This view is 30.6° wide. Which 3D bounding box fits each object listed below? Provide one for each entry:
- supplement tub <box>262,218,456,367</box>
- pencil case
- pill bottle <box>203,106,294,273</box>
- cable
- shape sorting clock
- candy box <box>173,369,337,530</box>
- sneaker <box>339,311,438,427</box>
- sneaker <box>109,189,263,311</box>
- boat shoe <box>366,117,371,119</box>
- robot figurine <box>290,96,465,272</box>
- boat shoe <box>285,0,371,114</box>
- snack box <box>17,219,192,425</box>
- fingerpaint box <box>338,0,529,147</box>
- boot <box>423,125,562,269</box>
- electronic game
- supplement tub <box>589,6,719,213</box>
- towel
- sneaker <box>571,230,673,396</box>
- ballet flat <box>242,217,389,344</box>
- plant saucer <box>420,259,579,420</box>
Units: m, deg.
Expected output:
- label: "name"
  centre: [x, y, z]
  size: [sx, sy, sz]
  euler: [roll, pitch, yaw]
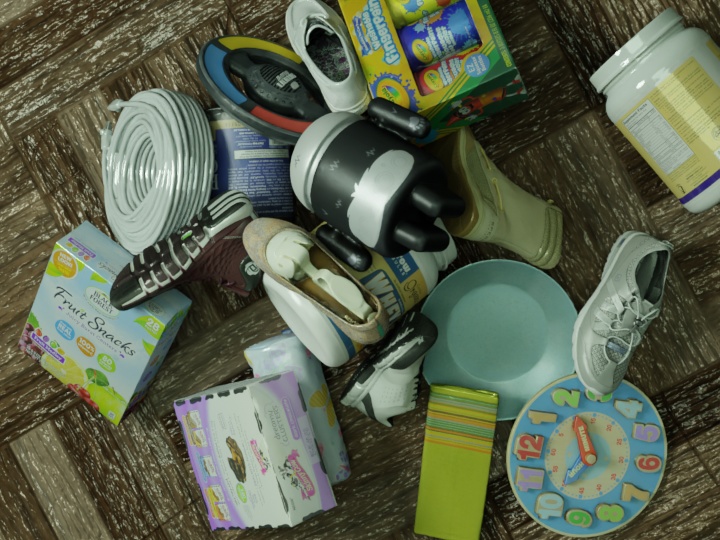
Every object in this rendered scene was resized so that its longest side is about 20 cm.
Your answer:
- label: "supplement tub"
  centre: [0.000, 0.000, 1.542]
  size: [0.199, 0.145, 0.145]
  euler: [-39, 87, -11]
- label: "pencil case"
  centre: [-0.078, 0.175, 1.614]
  size: [0.090, 0.083, 0.202]
  euler: [-19, 89, 25]
- label: "pill bottle"
  centre: [-0.136, -0.095, 1.594]
  size: [0.110, 0.112, 0.203]
  euler: [-3, 92, 9]
- label: "cable"
  centre: [-0.244, -0.117, 1.577]
  size: [0.069, 0.199, 0.203]
  euler: [5, 83, -36]
- label: "shape sorting clock"
  centre: [0.271, 0.221, 1.567]
  size: [0.198, 0.039, 0.202]
  euler: [-1, 98, -4]
- label: "candy box"
  centre: [-0.129, 0.218, 1.570]
  size: [0.071, 0.199, 0.170]
  euler: [-17, 90, -35]
- label: "sneaker"
  centre: [0.050, 0.119, 1.564]
  size: [0.080, 0.074, 0.200]
  euler: [35, 142, -3]
- label: "sneaker"
  centre: [-0.182, 0.008, 1.509]
  size: [0.199, 0.076, 0.116]
  euler: [-35, 123, 7]
- label: "boat shoe"
  centre: [0.028, -0.161, 1.588]
  size: [0.060, 0.074, 0.200]
  euler: [43, 100, 9]
- label: "robot figurine"
  centre: [0.016, -0.092, 1.437]
  size: [0.199, 0.125, 0.150]
  euler: [32, 67, 26]
- label: "boat shoe"
  centre: [-0.046, -0.266, 1.550]
  size: [0.071, 0.069, 0.201]
  euler: [-19, 54, 2]
- label: "snack box"
  centre: [-0.316, 0.066, 1.607]
  size: [0.168, 0.068, 0.201]
  euler: [36, 128, 6]
- label: "fingerpaint box"
  centre: [0.082, -0.261, 1.530]
  size: [0.165, 0.073, 0.202]
  euler: [-23, 61, 10]
- label: "boot"
  centre: [0.159, -0.097, 1.561]
  size: [0.154, 0.201, 0.073]
  euler: [20, 127, -30]
- label: "electronic game"
  centre: [-0.099, -0.214, 1.546]
  size: [0.199, 0.200, 0.042]
  euler: [34, 123, 5]
- label: "supplement tub"
  centre: [0.371, -0.182, 1.494]
  size: [0.145, 0.145, 0.200]
  euler: [-40, 86, 8]
- label: "towel"
  centre: [0.116, 0.235, 1.599]
  size: [0.085, 0.018, 0.202]
  euler: [10, 108, 14]
- label: "sneaker"
  centre: [0.305, 0.048, 1.523]
  size: [0.074, 0.082, 0.202]
  euler: [19, 84, -21]
- label: "ballet flat"
  centre: [-0.048, 0.001, 1.429]
  size: [0.199, 0.067, 0.068]
  euler: [36, 80, 10]
- label: "plant saucer"
  centre: [0.164, 0.080, 1.581]
  size: [0.198, 0.039, 0.203]
  euler: [1, 105, 3]
